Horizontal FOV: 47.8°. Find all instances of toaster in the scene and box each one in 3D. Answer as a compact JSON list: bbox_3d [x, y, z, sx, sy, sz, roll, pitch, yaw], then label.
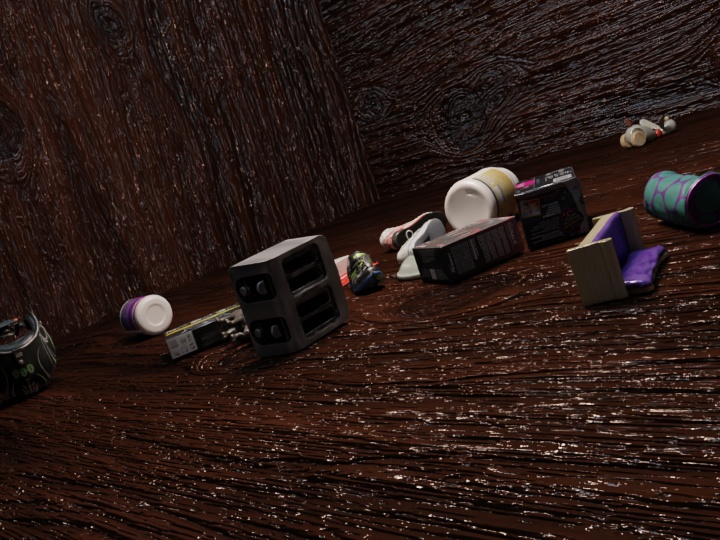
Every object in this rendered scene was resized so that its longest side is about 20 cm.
[{"bbox_3d":[-0.127,0.044,1.528,0.117,0.185,0.198,-7,15,43],"label":"toaster"}]

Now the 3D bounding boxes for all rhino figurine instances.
[{"bbox_3d":[-0.243,0.118,1.734,0.086,0.061,0.199,-17,9,-24],"label":"rhino figurine"}]

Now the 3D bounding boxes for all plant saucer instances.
[{"bbox_3d":[0.168,-0.036,1.809,0.196,0.051,0.200,-20,8,3],"label":"plant saucer"}]

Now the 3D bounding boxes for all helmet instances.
[{"bbox_3d":[-0.871,0.225,2.069,0.194,0.194,0.202,0,39,0],"label":"helmet"}]

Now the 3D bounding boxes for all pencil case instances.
[{"bbox_3d":[0.541,-0.121,1.343,0.091,0.086,0.200,-35,8,4],"label":"pencil case"}]

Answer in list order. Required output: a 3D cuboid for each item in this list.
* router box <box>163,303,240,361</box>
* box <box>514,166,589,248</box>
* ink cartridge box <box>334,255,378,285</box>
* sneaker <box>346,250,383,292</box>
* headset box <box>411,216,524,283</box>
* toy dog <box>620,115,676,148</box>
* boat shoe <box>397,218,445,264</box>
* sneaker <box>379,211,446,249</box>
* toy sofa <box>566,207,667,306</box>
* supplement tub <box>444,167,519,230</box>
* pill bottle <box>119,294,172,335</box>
[{"bbox_3d":[-0.355,0.140,1.881,0.196,0.053,0.157,-22,8,-14],"label":"router box"},{"bbox_3d":[0.393,-0.131,1.666,0.129,0.117,0.200,-15,10,15],"label":"box"},{"bbox_3d":[-0.074,0.009,2.113,0.173,0.046,0.199,-16,9,33],"label":"ink cartridge box"},{"bbox_3d":[0.000,0.000,1.848,0.069,0.085,0.199,-20,8,-9],"label":"sneaker"},{"bbox_3d":[0.224,-0.046,1.642,0.196,0.077,0.148,-22,8,-17],"label":"headset box"},{"bbox_3d":[0.944,-0.475,2.687,0.197,0.099,0.131,-25,10,-33],"label":"toy dog"},{"bbox_3d":[0.142,-0.063,2.006,0.085,0.076,0.202,-17,18,34],"label":"boat shoe"},{"bbox_3d":[0.146,-0.116,2.324,0.199,0.069,0.107,-27,13,-30],"label":"sneaker"},{"bbox_3d":[0.366,-0.026,1.144,0.096,0.085,0.199,-16,9,31],"label":"toy sofa"},{"bbox_3d":[0.315,-0.178,2.053,0.142,0.148,0.199,-13,10,38],"label":"supplement tub"},{"bbox_3d":[-0.637,0.134,2.384,0.111,0.115,0.198,-24,10,-35],"label":"pill bottle"}]
